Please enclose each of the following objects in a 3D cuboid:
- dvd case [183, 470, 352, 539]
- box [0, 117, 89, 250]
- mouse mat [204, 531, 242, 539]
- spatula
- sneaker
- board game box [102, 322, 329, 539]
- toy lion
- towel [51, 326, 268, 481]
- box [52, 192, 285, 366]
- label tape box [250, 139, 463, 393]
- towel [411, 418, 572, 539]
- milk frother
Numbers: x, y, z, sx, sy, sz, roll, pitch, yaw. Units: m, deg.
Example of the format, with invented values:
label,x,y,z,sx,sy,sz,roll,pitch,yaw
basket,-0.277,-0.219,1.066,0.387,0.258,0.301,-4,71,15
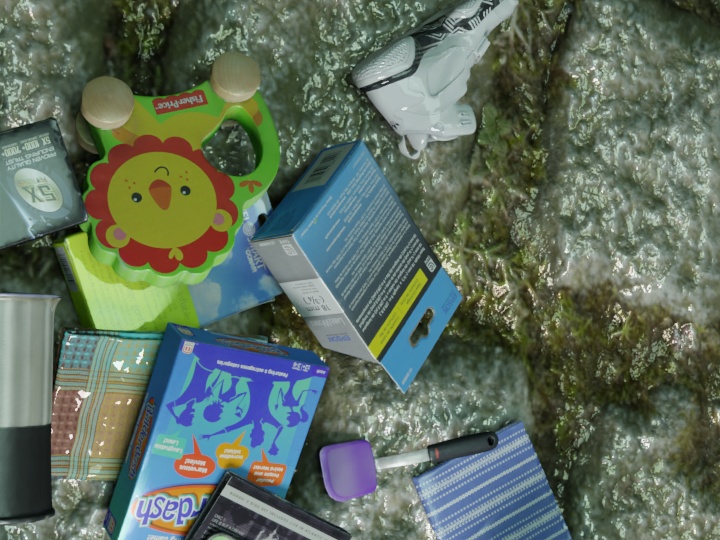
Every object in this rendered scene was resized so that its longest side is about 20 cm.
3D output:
label,x,y,z,sx,sy,sz,roll,pitch,yaw
dvd case,-0.116,0.298,1.280,0.148,0.016,0.201,32,91,-30
box,-0.329,-0.048,1.118,0.163,0.200,0.087,-21,97,-27
mouse mat,-0.130,0.348,1.277,0.161,0.008,0.201,36,89,-31
spatula,0.052,0.188,1.402,0.198,0.021,0.057,-8,87,-21
sneaker,0.094,-0.201,1.418,0.199,0.075,0.115,-33,104,-19
board game box,-0.130,0.159,1.262,0.151,0.045,0.201,12,103,-30
toy lion,-0.160,-0.084,1.247,0.199,0.069,0.193,-16,75,-25
towel,-0.184,0.124,1.259,0.199,0.022,0.148,5,106,-31
box,-0.168,-0.004,1.286,0.199,0.048,0.123,-22,99,-26
label tape box,0.000,0.000,1.339,0.201,0.063,0.144,56,48,-24
towel,0.147,0.274,1.458,0.144,0.024,0.201,-26,98,-23
milk frother,-0.324,0.111,1.117,0.179,0.200,0.190,1,88,-23
